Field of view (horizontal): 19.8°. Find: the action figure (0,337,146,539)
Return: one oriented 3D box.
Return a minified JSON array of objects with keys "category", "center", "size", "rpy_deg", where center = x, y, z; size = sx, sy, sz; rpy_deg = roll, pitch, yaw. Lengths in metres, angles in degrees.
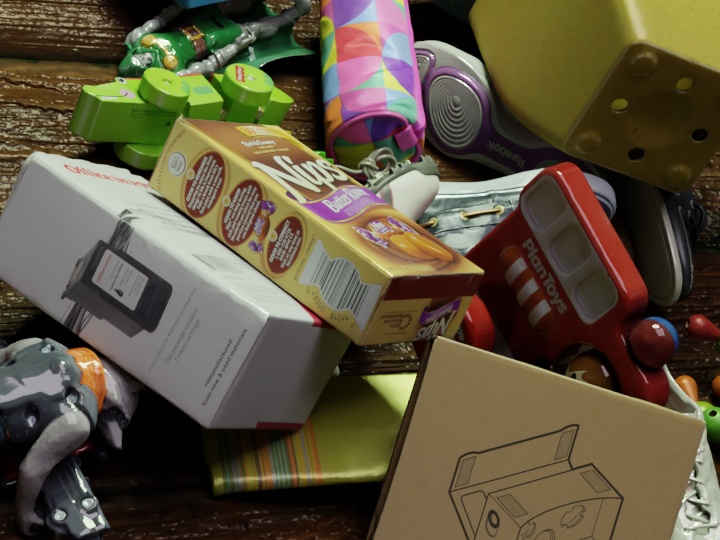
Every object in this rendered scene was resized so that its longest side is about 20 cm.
[{"category":"action figure","center":[-0.205,0.110,1.216],"size":[0.192,0.105,0.200],"rpy_deg":[-23,61,-34]}]

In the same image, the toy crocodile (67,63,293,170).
[{"category":"toy crocodile","center":[-0.130,-0.121,1.533],"size":[0.199,0.068,0.062],"rpy_deg":[-7,41,-39]}]

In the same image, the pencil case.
[{"category":"pencil case","center":[0.008,-0.169,1.637],"size":[0.088,0.089,0.202],"rpy_deg":[13,52,-20]}]

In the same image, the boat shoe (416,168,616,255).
[{"category":"boat shoe","center":[0.102,-0.018,1.551],"size":[0.198,0.071,0.092],"rpy_deg":[-4,52,-9]}]

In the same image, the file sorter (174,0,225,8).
[{"category":"file sorter","center":[-0.140,-0.312,1.641],"size":[0.138,0.124,0.199],"rpy_deg":[-18,40,-41]}]

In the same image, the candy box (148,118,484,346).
[{"category":"candy box","center":[-0.030,-0.028,1.351],"size":[0.199,0.057,0.116],"rpy_deg":[35,19,28]}]

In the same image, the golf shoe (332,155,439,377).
[{"category":"golf shoe","center":[0.000,0.000,1.465],"size":[0.088,0.077,0.200],"rpy_deg":[43,62,5]}]

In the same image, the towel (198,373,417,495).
[{"category":"towel","center":[-0.007,0.108,1.365],"size":[0.198,0.018,0.087],"rpy_deg":[-2,50,-12]}]

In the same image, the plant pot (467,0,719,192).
[{"category":"plant pot","center":[0.218,-0.178,1.608],"size":[0.194,0.195,0.201],"rpy_deg":[18,39,-19]}]

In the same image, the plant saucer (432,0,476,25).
[{"category":"plant saucer","center":[0.130,-0.237,1.750],"size":[0.199,0.201,0.039],"rpy_deg":[14,74,-19]}]

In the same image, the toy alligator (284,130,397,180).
[{"category":"toy alligator","center":[-0.066,-0.075,1.537],"size":[0.198,0.060,0.054],"rpy_deg":[-6,10,-36]}]

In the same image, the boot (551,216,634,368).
[{"category":"boot","center":[0.184,0.006,1.586],"size":[0.073,0.076,0.201],"rpy_deg":[27,38,0]}]

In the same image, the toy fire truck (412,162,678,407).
[{"category":"toy fire truck","center":[0.139,0.049,1.425],"size":[0.111,0.168,0.201],"rpy_deg":[-13,68,-40]}]

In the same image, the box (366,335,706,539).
[{"category":"box","center":[0.112,0.148,1.343],"size":[0.198,0.165,0.021],"rpy_deg":[17,0,-16]}]

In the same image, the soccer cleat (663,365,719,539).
[{"category":"soccer cleat","center":[0.223,0.143,1.460],"size":[0.069,0.078,0.201],"rpy_deg":[3,47,-29]}]

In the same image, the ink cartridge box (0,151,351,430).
[{"category":"ink cartridge box","center":[-0.122,0.014,1.315],"size":[0.199,0.084,0.145],"rpy_deg":[33,9,21]}]

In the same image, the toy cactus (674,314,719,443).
[{"category":"toy cactus","center":[0.323,0.121,1.548],"size":[0.164,0.103,0.201],"rpy_deg":[19,31,-28]}]

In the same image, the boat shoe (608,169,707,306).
[{"category":"boat shoe","center":[0.249,-0.046,1.682],"size":[0.065,0.075,0.200],"rpy_deg":[3,35,-16]}]

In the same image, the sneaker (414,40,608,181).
[{"category":"sneaker","center":[0.119,-0.119,1.695],"size":[0.199,0.075,0.100],"rpy_deg":[38,27,2]}]

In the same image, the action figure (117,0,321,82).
[{"category":"action figure","center":[-0.121,-0.184,1.618],"size":[0.118,0.055,0.200],"rpy_deg":[41,43,13]}]
